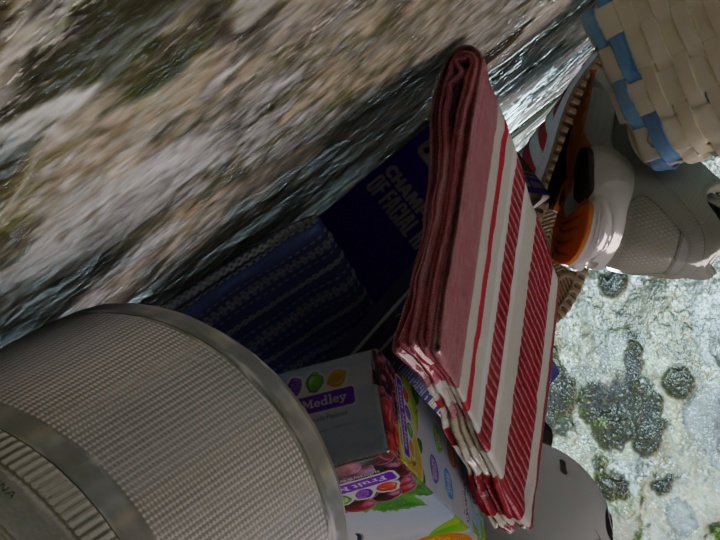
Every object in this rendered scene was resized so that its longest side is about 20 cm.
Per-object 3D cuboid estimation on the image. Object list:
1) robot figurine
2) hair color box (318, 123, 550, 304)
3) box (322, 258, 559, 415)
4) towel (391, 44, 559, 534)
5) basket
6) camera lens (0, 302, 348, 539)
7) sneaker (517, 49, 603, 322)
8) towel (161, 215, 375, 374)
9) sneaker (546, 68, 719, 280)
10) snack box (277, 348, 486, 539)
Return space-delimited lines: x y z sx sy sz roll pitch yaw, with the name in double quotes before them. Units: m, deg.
"robot figurine" 0.085 0.188 1.212 0.124 0.151 0.200 -16 163 -29
"hair color box" 0.000 0.000 0.966 0.200 0.065 0.109 -41 173 10
"box" 0.032 0.052 0.917 0.121 0.032 0.200 -48 152 -7
"towel" 0.057 0.016 0.822 0.200 0.023 0.145 62 34 -56
"basket" 0.224 -0.134 0.906 0.199 0.140 0.176 -30 179 32
"camera lens" -0.108 0.108 0.616 0.160 0.160 0.200 -41 174 31
"sneaker" 0.117 -0.061 1.143 0.201 0.071 0.112 -62 -158 -8
"towel" -0.051 0.058 0.879 0.144 0.024 0.200 -34 152 -2
"sneaker" 0.152 -0.043 0.982 0.200 0.091 0.076 -77 -176 -63
"snack box" -0.059 0.105 0.831 0.199 0.053 0.142 -15 153 15
